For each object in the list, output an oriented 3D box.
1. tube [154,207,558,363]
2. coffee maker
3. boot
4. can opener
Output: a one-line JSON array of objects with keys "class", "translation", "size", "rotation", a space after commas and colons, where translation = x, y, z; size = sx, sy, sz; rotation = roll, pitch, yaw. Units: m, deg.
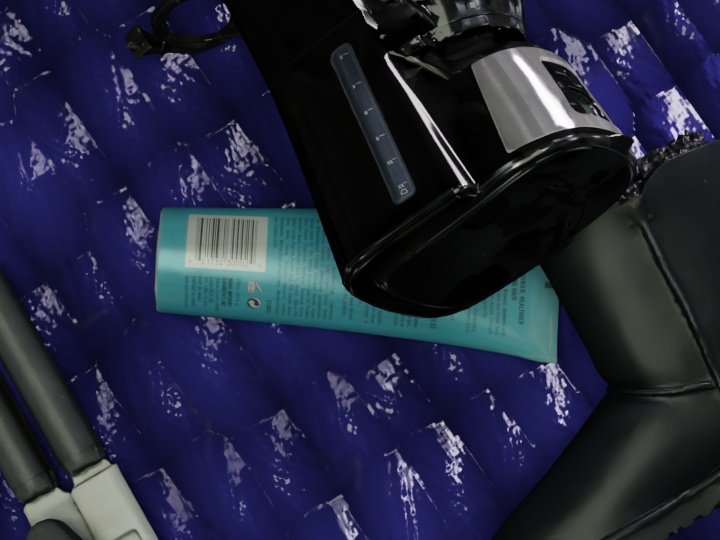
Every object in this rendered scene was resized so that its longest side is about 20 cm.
[{"class": "tube", "translation": [0.000, 0.000, 1.151], "size": [0.198, 0.050, 0.078], "rotation": [4, 94, 0]}, {"class": "coffee maker", "translation": [0.011, -0.082, 1.090], "size": [0.192, 0.134, 0.201], "rotation": [-45, 58, 42]}, {"class": "boot", "translation": [0.115, 0.045, 1.122], "size": [0.199, 0.076, 0.169], "rotation": [-29, 90, -2]}, {"class": "can opener", "translation": [-0.154, 0.090, 1.150], "size": [0.053, 0.067, 0.201], "rotation": [-30, 87, 3]}]
